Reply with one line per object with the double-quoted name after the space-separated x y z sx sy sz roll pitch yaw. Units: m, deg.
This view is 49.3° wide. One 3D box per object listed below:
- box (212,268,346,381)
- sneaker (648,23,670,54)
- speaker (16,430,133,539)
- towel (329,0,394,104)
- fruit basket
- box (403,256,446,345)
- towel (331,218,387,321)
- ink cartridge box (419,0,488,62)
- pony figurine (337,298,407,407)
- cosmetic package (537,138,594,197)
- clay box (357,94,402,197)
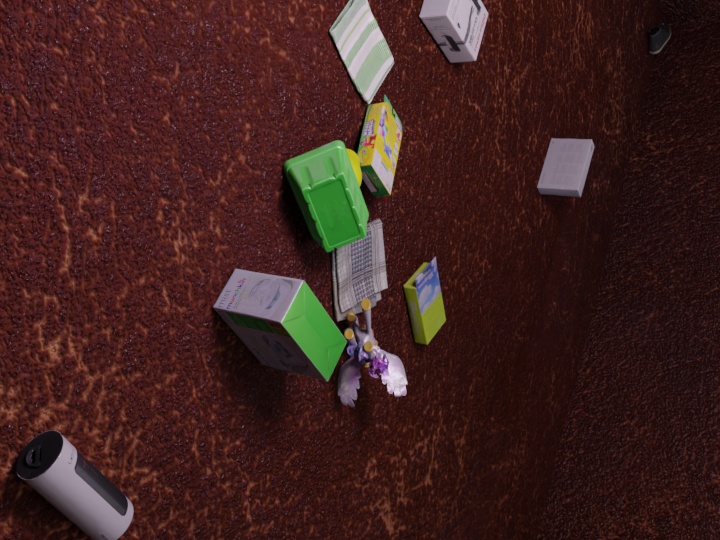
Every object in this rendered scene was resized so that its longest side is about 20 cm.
-0.148 0.100 1.473 0.098 0.173 0.201 -62 142 -27 "box"
1.398 -1.115 3.661 0.202 0.073 0.107 -59 143 -29 "sneaker"
-0.428 0.330 1.184 0.082 0.080 0.202 -57 139 -32 "speaker"
0.008 -0.490 1.722 0.154 0.023 0.201 -61 142 -28 "towel"
-0.061 -0.172 1.617 0.216 0.152 0.220 -21 90 -89 "fruit basket"
0.170 0.078 2.070 0.122 0.047 0.204 -45 132 -44 "box"
0.000 0.000 1.805 0.191 0.034 0.205 -25 118 -53 "towel"
0.240 -0.645 1.987 0.199 0.082 0.148 36 66 -54 "ink cartridge box"
0.016 0.189 1.772 0.201 0.162 0.197 71 13 -59 "pony figurine"
0.708 -0.357 2.705 0.052 0.148 0.204 44 62 -52 "cosmetic package"
0.044 -0.284 1.777 0.115 0.047 0.204 51 42 -49 "clay box"
